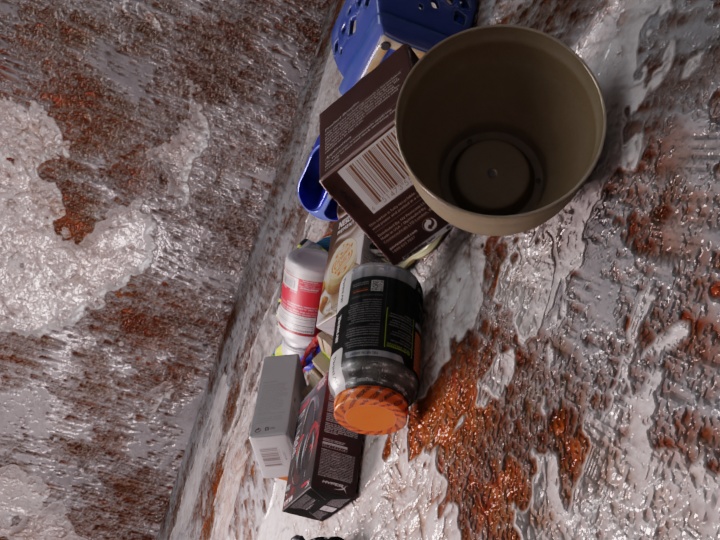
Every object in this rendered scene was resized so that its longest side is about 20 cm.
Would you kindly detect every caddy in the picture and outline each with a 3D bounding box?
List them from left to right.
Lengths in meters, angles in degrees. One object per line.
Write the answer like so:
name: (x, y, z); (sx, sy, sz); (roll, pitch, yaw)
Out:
caddy: (-0.050, -0.197, 1.576); (0.106, 0.138, 0.202); (-82, 17, -51)

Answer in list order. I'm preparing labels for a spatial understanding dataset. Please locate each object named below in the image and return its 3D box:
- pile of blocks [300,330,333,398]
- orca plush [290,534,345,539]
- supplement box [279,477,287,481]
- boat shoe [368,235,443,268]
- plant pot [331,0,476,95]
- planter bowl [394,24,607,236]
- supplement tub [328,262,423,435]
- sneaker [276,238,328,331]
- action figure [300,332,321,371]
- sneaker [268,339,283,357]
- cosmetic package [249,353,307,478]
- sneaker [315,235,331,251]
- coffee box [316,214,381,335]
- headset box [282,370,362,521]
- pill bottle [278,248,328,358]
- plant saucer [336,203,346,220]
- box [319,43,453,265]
pile of blocks: (-0.043, 0.173, 1.311); (0.062, 0.081, 0.203); (41, 133, 27)
orca plush: (-0.055, 0.427, 1.073); (0.105, 0.070, 0.203); (40, 126, 26)
supplement box: (-0.128, 0.302, 1.424); (0.201, 0.067, 0.068); (-99, 31, -62)
boat shoe: (0.070, -0.057, 1.115); (0.201, 0.065, 0.073); (135, 153, -59)
plant pot: (0.069, -0.369, 1.247); (0.201, 0.195, 0.184); (128, 149, -50)
planter bowl: (0.136, -0.120, 0.764); (0.135, 0.195, 0.205); (69, -147, -70)
supplement tub: (0.021, 0.102, 1.003); (0.123, 0.120, 0.204); (126, 157, -49)
sneaker: (-0.118, 0.042, 1.555); (0.075, 0.075, 0.205); (-40, -31, -77)
action figure: (-0.085, 0.166, 1.417); (0.200, 0.064, 0.053); (-47, 39, 41)
sneaker: (-0.144, 0.168, 1.655); (0.200, 0.075, 0.107); (-40, 22, 51)
cosmetic package: (-0.137, 0.249, 1.323); (0.202, 0.072, 0.104); (-86, -13, -55)
sneaker: (-0.094, 0.003, 1.627); (0.202, 0.076, 0.081); (-55, -5, 22)
coffee box: (0.000, 0.000, 1.241); (0.114, 0.079, 0.204); (-32, 40, 45)
headset box: (-0.053, 0.264, 1.176); (0.149, 0.073, 0.204); (128, 155, -54)
pill bottle: (-0.103, 0.070, 1.479); (0.113, 0.109, 0.205); (-110, 27, -67)
plant saucer: (0.005, -0.167, 1.424); (0.202, 0.032, 0.202); (-55, 18, 27)
box: (0.054, -0.156, 1.007); (0.164, 0.164, 0.202); (-34, 30, 20)
